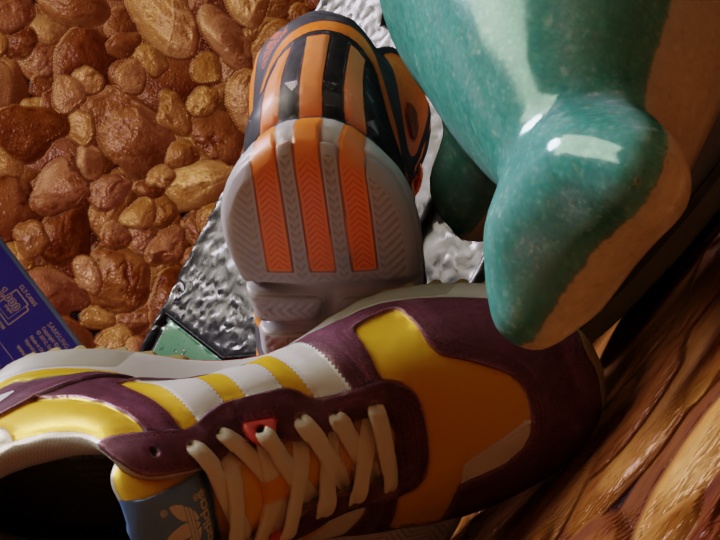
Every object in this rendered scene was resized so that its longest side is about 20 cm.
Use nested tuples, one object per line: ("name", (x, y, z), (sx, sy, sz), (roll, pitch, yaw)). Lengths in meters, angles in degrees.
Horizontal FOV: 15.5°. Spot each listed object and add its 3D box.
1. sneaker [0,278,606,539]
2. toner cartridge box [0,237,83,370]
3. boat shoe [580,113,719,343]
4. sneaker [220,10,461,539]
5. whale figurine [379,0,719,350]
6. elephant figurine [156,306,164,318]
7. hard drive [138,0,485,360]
("sneaker", (-0.028, 0.058, 0.762), (0.199, 0.075, 0.090), (-11, 20, 14))
("toner cartridge box", (-0.100, 0.080, 0.995), (0.043, 0.200, 0.095), (-37, -1, -15))
("boat shoe", (0.104, -0.064, 0.879), (0.200, 0.068, 0.075), (-54, 6, -19))
("sneaker", (0.000, 0.005, 0.857), (0.112, 0.077, 0.200), (-83, -6, -50))
("whale figurine", (0.053, -0.071, 0.757), (0.159, 0.104, 0.200), (-52, 17, 38))
("elephant figurine", (-0.019, -0.009, 1.429), (0.200, 0.155, 0.142), (-61, -19, -5))
("hard drive", (0.000, 0.000, 0.963), (0.140, 0.038, 0.200), (34, 99, 44))
